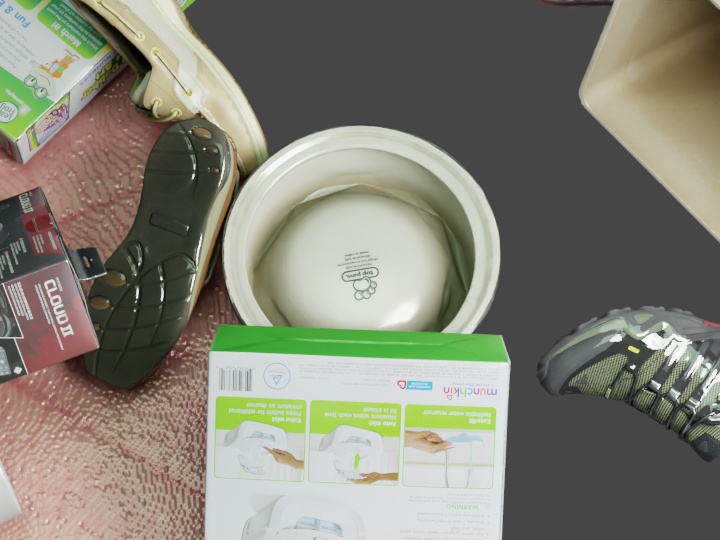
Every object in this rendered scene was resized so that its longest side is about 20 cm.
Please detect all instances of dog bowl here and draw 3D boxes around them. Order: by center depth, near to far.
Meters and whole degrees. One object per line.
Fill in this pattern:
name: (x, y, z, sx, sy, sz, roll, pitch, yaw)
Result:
dog bowl: (0.000, 0.000, 1.626, 0.199, 0.074, 0.201, 0, 67, -1)

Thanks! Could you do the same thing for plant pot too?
plant pot: (0.306, -0.157, 1.635, 0.177, 0.200, 0.200, -35, 70, -25)

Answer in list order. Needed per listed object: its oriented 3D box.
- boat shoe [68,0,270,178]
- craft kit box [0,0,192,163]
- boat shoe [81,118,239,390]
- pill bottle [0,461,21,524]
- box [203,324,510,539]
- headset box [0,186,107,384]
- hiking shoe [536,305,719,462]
boat shoe: (-0.143, -0.144, 1.665, 0.066, 0.074, 0.200, -37, 95, -16)
craft kit box: (-0.261, -0.213, 1.728, 0.200, 0.049, 0.198, 40, 70, 16)
boat shoe: (-0.134, -0.009, 1.622, 0.075, 0.074, 0.201, 25, 94, 14)
pill bottle: (-0.337, 0.169, 1.534, 0.199, 0.112, 0.113, -25, 69, -10)
box: (-0.003, 0.134, 1.515, 0.199, 0.097, 0.178, 1, 100, 1)
headset box: (-0.276, 0.022, 1.574, 0.199, 0.075, 0.149, -21, 26, -8)
hiking shoe: (0.225, 0.082, 1.587, 0.199, 0.076, 0.101, -4, 63, -2)
